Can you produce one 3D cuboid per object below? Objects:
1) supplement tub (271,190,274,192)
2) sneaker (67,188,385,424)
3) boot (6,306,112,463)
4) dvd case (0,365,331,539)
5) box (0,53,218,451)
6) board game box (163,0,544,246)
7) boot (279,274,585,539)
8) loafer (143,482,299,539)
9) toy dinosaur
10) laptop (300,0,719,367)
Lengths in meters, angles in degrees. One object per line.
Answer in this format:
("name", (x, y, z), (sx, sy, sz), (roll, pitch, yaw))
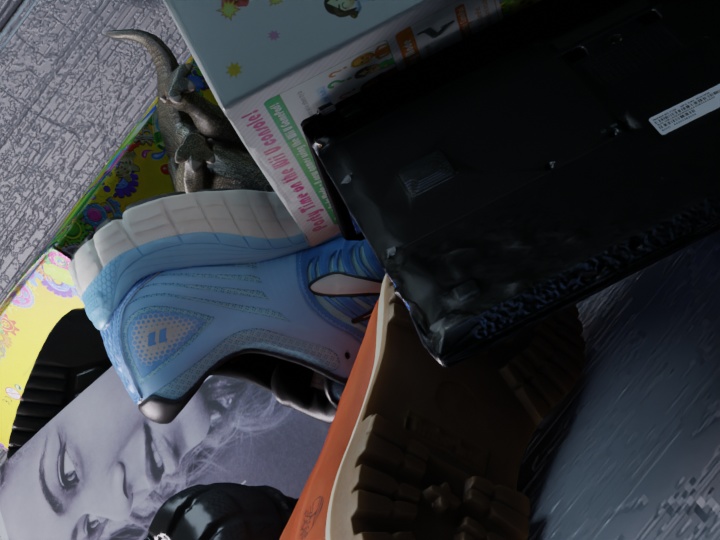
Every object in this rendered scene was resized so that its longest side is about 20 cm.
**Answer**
("supplement tub", (0.000, 0.000, 0.833), (0.200, 0.107, 0.107), (-54, 8, -6))
("sneaker", (-0.007, 0.015, 0.713), (0.200, 0.090, 0.078), (-10, -15, -23))
("boot", (-0.117, 0.101, 0.917), (0.138, 0.077, 0.200), (-69, -16, -75))
("dvd case", (-0.081, 0.102, 0.769), (0.200, 0.016, 0.149), (-42, 55, 26))
("box", (-0.112, 0.000, 1.053), (0.200, 0.122, 0.193), (-43, 14, 51))
("board game box", (0.046, -0.097, 0.607), (0.200, 0.064, 0.148), (-29, -18, 0))
("boot", (0.013, 0.063, 0.635), (0.107, 0.075, 0.200), (-53, 7, 39))
("loafer", (-0.068, 0.165, 0.691), (0.068, 0.070, 0.201), (47, 118, 43))
("toy dinosaur", (-0.061, -0.041, 0.926), (0.077, 0.200, 0.102), (-53, -15, -20))
("laptop", (0.084, -0.034, 0.562), (0.177, 0.103, 0.200), (-27, 36, -2))
